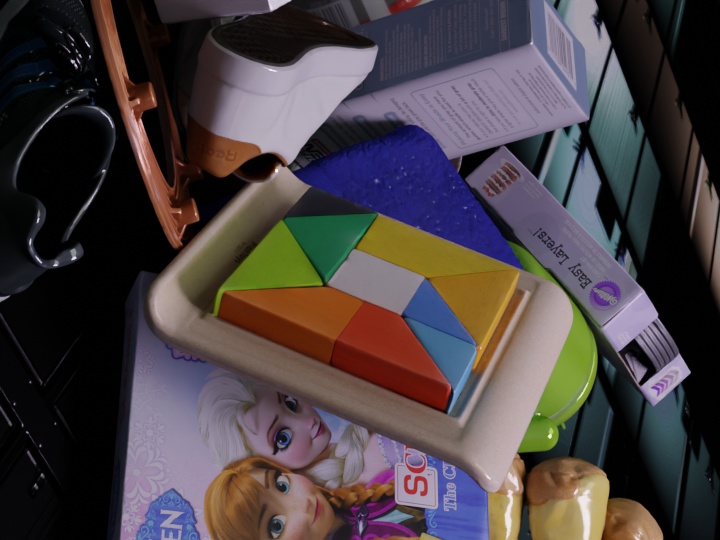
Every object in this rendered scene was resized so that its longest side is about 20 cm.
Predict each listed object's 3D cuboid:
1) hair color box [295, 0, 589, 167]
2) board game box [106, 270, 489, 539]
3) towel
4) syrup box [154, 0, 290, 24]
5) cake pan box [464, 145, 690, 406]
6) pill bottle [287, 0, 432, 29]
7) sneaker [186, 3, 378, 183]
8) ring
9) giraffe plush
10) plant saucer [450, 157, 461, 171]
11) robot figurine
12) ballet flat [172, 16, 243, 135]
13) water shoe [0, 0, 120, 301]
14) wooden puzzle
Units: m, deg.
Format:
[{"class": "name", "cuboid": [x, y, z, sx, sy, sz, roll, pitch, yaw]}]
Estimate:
[{"class": "hair color box", "cuboid": [0.041, -0.120, 1.023, 0.099, 0.198, 0.061, 40, 43, -51]}, {"class": "board game box", "cuboid": [-0.030, 0.111, 0.802, 0.197, 0.041, 0.202, 9, 60, -17]}, {"class": "towel", "cuboid": [0.000, 0.000, 0.942, 0.199, 0.050, 0.148, -26, 78, -40]}, {"class": "syrup box", "cuboid": [-0.039, -0.211, 0.889, 0.200, 0.078, 0.082, -42, 125, -50]}, {"class": "cake pan box", "cuboid": [0.185, 0.009, 1.298, 0.200, 0.052, 0.184, 51, 4, 35]}, {"class": "pill bottle", "cuboid": [-0.031, -0.256, 1.046, 0.201, 0.113, 0.114, 63, 28, -26]}, {"class": "sneaker", "cuboid": [-0.051, -0.101, 0.878, 0.200, 0.072, 0.085, -34, 148, -65]}, {"class": "ring", "cuboid": [-0.113, -0.108, 0.818, 0.200, 0.019, 0.203, -15, 90, -90]}, {"class": "giraffe plush", "cuboid": [0.109, 0.239, 1.010, 0.162, 0.170, 0.202, -76, 176, -67]}, {"class": "plant saucer", "cuboid": [0.054, -0.174, 1.191, 0.200, 0.034, 0.203, 176, -90, -88]}, {"class": "robot figurine", "cuboid": [0.110, 0.052, 1.175, 0.200, 0.115, 0.177, 42, 33, -50]}, {"class": "ballet flat", "cuboid": [-0.083, -0.172, 0.953, 0.067, 0.063, 0.202, 35, 46, -60]}, {"class": "water shoe", "cuboid": [-0.146, -0.068, 0.750, 0.072, 0.078, 0.202, 51, 35, -42]}, {"class": "wooden puzzle", "cuboid": [0.009, 0.016, 0.816, 0.185, 0.198, 0.038, -53, 167, -56]}]
